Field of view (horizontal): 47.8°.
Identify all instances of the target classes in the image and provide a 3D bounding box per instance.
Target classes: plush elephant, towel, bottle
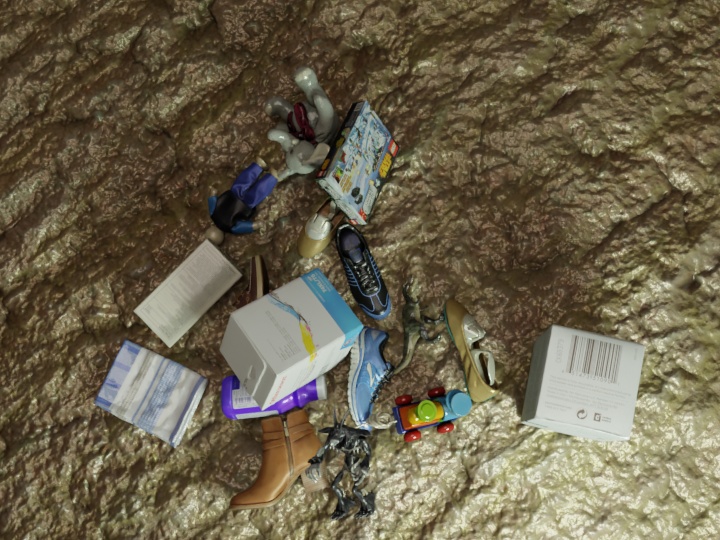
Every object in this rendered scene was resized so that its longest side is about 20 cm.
[{"bbox_3d":[-0.117,-0.261,1.594,0.200,0.164,0.155,46,51,-20],"label":"plush elephant"},{"bbox_3d":[-0.413,0.240,1.600,0.199,0.024,0.148,24,81,9],"label":"towel"},{"bbox_3d":[-0.165,0.234,1.555,0.198,0.065,0.084,-8,57,3],"label":"bottle"}]

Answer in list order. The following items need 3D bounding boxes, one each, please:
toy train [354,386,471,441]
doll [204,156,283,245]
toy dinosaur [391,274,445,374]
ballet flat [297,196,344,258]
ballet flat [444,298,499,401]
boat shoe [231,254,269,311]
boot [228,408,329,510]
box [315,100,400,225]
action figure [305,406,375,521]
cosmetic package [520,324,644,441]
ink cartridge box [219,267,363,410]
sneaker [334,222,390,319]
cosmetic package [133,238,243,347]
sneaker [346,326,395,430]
[{"bbox_3d":[0.098,0.264,1.477,0.198,0.116,0.085,-9,76,-21],"label":"toy train"},{"bbox_3d":[-0.244,-0.131,1.650,0.136,0.048,0.200,39,83,12],"label":"doll"},{"bbox_3d":[0.115,0.108,1.563,0.087,0.048,0.202,1,65,15],"label":"toy dinosaur"},{"bbox_3d":[-0.064,-0.115,1.624,0.068,0.063,0.201,35,83,13],"label":"ballet flat"},{"bbox_3d":[0.216,0.145,1.535,0.063,0.068,0.202,-21,82,36],"label":"ballet flat"},{"bbox_3d":[-0.219,0.069,1.597,0.071,0.072,0.202,-1,84,3],"label":"boat shoe"},{"bbox_3d":[-0.167,0.357,1.526,0.198,0.077,0.157,-18,79,-2],"label":"boot"},{"bbox_3d":[-0.002,-0.209,1.575,0.040,0.137,0.201,-3,52,40],"label":"box"},{"bbox_3d":[-0.029,0.354,1.469,0.118,0.102,0.202,-5,105,25],"label":"action figure"},{"bbox_3d":[0.389,0.206,1.448,0.163,0.200,0.167,12,78,7],"label":"cosmetic package"},{"bbox_3d":[-0.129,0.124,1.481,0.199,0.147,0.146,-28,71,-32],"label":"ink cartridge box"},{"bbox_3d":[0.000,0.000,1.586,0.070,0.078,0.201,-26,77,-1],"label":"sneaker"},{"bbox_3d":[-0.334,0.042,1.593,0.200,0.073,0.104,-44,96,-2],"label":"cosmetic package"},{"bbox_3d":[0.022,0.206,1.543,0.088,0.079,0.202,2,78,8],"label":"sneaker"}]
